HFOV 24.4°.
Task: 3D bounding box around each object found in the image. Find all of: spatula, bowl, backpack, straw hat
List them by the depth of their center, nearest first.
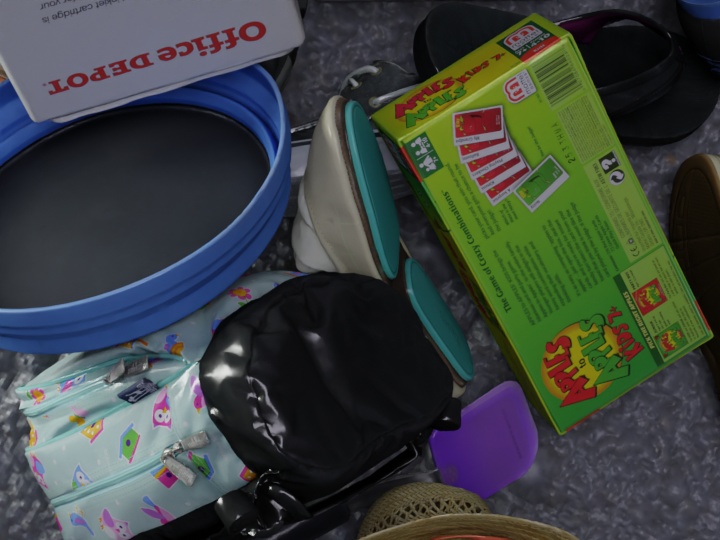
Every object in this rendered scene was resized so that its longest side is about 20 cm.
[{"bbox_3d":[-0.128,-0.039,0.817,0.201,0.039,0.201,-9,43,9],"label":"bowl"},{"bbox_3d":[-0.074,0.074,0.828,0.200,0.167,0.127,-24,83,36],"label":"backpack"},{"bbox_3d":[0.035,0.159,0.868,0.201,0.201,0.085,-3,43,-6],"label":"straw hat"},{"bbox_3d":[0.007,0.125,0.908,0.200,0.021,0.057,-24,111,-4],"label":"spatula"}]

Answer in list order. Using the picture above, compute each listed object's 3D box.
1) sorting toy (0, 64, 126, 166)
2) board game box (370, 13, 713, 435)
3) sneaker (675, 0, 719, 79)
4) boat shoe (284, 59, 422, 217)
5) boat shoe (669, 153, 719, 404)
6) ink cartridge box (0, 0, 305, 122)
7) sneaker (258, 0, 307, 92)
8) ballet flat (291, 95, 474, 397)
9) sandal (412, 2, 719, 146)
[{"bbox_3d":[-0.184,-0.130,0.913,0.200,0.036,0.185,-17,85,-7],"label":"sorting toy"},{"bbox_3d":[0.098,-0.021,0.873,0.102,0.048,0.200,-32,117,-3],"label":"board game box"},{"bbox_3d":[0.223,-0.200,0.951,0.070,0.078,0.200,8,59,29],"label":"sneaker"},{"bbox_3d":[0.015,-0.080,0.918,0.200,0.072,0.071,-13,77,-18],"label":"boat shoe"},{"bbox_3d":[0.228,0.028,0.924,0.066,0.074,0.200,-13,86,-20],"label":"boat shoe"},{"bbox_3d":[-0.123,-0.181,0.779,0.145,0.200,0.084,-16,48,4],"label":"ink cartridge box"},{"bbox_3d":[-0.072,-0.186,0.912,0.079,0.075,0.200,1,73,-14],"label":"sneaker"},{"bbox_3d":[0.000,0.000,0.866,0.069,0.069,0.200,-31,125,-8],"label":"ballet flat"},{"bbox_3d":[0.125,-0.111,0.902,0.200,0.048,0.075,1,66,-30],"label":"sandal"}]
